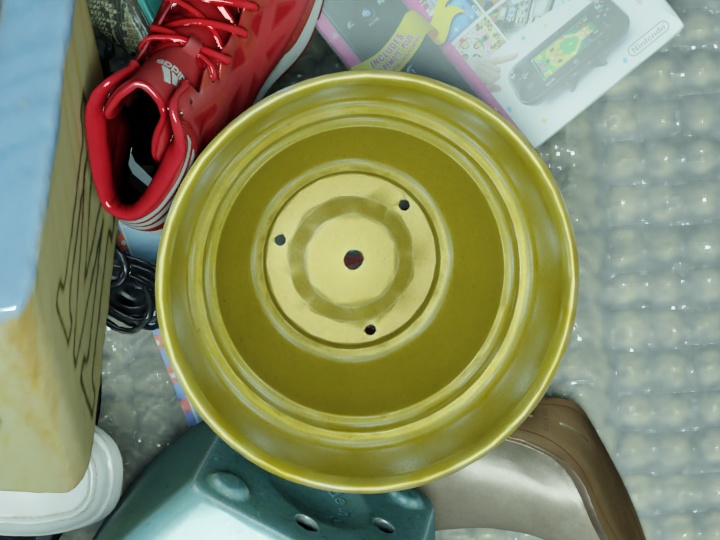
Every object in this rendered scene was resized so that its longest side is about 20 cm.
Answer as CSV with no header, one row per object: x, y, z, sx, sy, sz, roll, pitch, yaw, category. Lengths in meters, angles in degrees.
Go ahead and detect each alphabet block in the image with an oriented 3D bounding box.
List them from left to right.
-0.220,-0.025,0.998,0.194,0.200,0.197,4,63,3,alphabet block

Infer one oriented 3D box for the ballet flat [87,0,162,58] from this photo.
-0.137,-0.184,1.112,0.075,0.068,0.201,-16,92,28,ballet flat

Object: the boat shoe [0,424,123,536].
-0.221,0.100,1.101,0.199,0.069,0.071,4,92,19,boat shoe

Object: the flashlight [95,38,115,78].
-0.229,-0.106,1.123,0.199,0.068,0.068,3,90,4,flashlight

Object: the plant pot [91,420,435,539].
-0.061,0.186,1.074,0.196,0.196,0.201,28,110,-1,plant pot

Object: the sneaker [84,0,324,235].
-0.069,-0.109,1.011,0.078,0.116,0.201,17,94,4,sneaker

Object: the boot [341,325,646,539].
0.052,0.112,1.138,0.146,0.070,0.201,-23,109,17,boot

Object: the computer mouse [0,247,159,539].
-0.174,0.072,1.150,0.138,0.053,0.201,21,97,17,computer mouse

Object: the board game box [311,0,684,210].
0.044,-0.154,1.090,0.147,0.064,0.200,-39,90,5,board game box

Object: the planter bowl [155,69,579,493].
0.000,0.000,1.043,0.199,0.083,0.201,-1,100,-6,planter bowl

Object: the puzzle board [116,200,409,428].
-0.019,0.001,1.149,0.199,0.017,0.151,-21,97,6,puzzle board
